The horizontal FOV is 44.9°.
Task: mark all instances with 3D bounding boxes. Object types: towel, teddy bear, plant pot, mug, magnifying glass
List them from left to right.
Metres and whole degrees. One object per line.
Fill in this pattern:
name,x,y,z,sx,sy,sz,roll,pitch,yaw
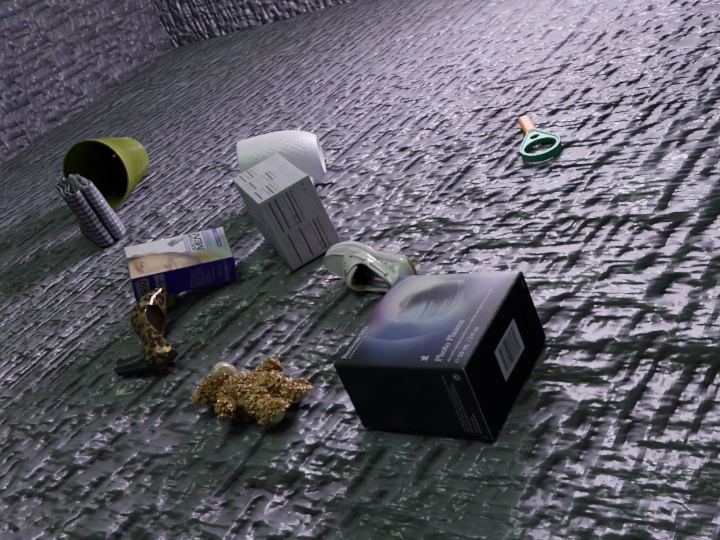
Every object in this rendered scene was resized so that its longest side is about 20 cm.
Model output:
towel,-0.686,-0.153,2.191,0.086,0.166,0.200,-39,30,-16
plant pot,-0.689,-0.288,2.429,0.200,0.201,0.193,-13,17,20
teddy bear,-0.164,0.176,1.292,0.145,0.067,0.200,-34,29,-23
mug,-0.168,-0.216,1.932,0.175,0.148,0.201,-14,58,5
magnifying glass,0.342,-0.262,1.712,0.079,0.022,0.200,-20,27,9

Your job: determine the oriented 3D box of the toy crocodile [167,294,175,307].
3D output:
toy crocodile,-0.398,0.029,1.746,0.067,0.062,0.200,-10,31,25

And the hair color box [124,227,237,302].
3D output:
hair color box,-0.352,-0.014,1.704,0.199,0.065,0.109,-15,40,-13

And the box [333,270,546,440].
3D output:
box,0.106,0.105,1.142,0.198,0.123,0.200,-4,33,37

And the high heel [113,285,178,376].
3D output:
high heel,-0.352,0.099,1.563,0.142,0.071,0.200,-14,45,33

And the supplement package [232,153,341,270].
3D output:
supplement package,-0.146,-0.118,1.699,0.111,0.156,0.200,-31,28,-9

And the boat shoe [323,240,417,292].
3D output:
boat shoe,0.000,0.000,1.466,0.200,0.071,0.069,8,40,45
